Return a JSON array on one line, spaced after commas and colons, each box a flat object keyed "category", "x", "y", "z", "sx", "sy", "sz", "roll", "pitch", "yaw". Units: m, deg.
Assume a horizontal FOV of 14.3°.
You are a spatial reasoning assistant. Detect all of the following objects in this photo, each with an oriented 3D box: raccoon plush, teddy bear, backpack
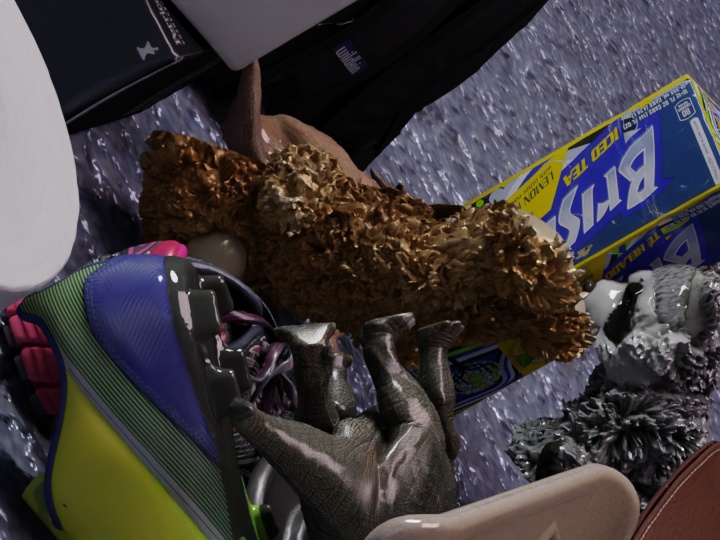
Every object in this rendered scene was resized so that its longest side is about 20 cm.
[{"category": "raccoon plush", "x": 0.166, "y": 0.088, "z": 1.361, "sx": 0.200, "sy": 0.134, "sz": 0.097, "roll": 44, "pitch": 7, "yaw": -16}, {"category": "teddy bear", "x": 0.000, "y": 0.000, "z": 1.157, "sx": 0.145, "sy": 0.199, "sz": 0.067, "roll": 106, "pitch": 0, "yaw": -75}, {"category": "backpack", "x": 0.018, "y": -0.157, "z": 1.396, "sx": 0.163, "sy": 0.199, "sz": 0.154, "roll": 40, "pitch": 28, "yaw": -47}]

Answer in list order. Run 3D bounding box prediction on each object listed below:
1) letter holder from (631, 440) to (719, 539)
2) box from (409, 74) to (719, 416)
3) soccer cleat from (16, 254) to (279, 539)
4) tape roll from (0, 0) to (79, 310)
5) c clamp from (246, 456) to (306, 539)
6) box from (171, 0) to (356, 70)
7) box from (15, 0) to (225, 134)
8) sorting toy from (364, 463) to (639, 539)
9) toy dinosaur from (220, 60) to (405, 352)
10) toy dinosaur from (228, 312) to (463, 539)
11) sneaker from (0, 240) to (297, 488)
[{"category": "letter holder", "x": 0.101, "y": 0.168, "z": 1.192, "sx": 0.200, "sy": 0.100, "sz": 0.143, "roll": -41, "pitch": 117, "yaw": -61}, {"category": "box", "x": 0.099, "y": -0.009, "z": 1.395, "sx": 0.064, "sy": 0.199, "sz": 0.070, "roll": 36, "pitch": 29, "yaw": -50}, {"category": "soccer cleat", "x": -0.072, "y": 0.094, "z": 0.998, "sx": 0.065, "sy": 0.083, "sz": 0.201, "roll": -59, "pitch": 139, "yaw": -81}, {"category": "tape roll", "x": -0.177, "y": -0.067, "z": 0.933, "sx": 0.203, "sy": 0.071, "sz": 0.203, "roll": 52, "pitch": 20, "yaw": -27}, {"category": "c clamp", "x": -0.006, "y": 0.152, "z": 1.122, "sx": 0.200, "sy": 0.027, "sz": 0.172, "roll": -3, "pitch": 79, "yaw": -67}, {"category": "box", "x": -0.059, "y": -0.212, "z": 1.173, "sx": 0.152, "sy": 0.106, "sz": 0.201, "roll": 47, "pitch": 22, "yaw": -39}, {"category": "box", "x": -0.132, "y": -0.163, "z": 1.191, "sx": 0.201, "sy": 0.079, "sz": 0.141, "roll": 61, "pitch": 14, "yaw": 0}, {"category": "sorting toy", "x": 0.019, "y": 0.157, "z": 0.999, "sx": 0.036, "sy": 0.186, "sz": 0.200, "roll": 26, "pitch": 12, "yaw": 24}, {"category": "toy dinosaur", "x": -0.017, "y": -0.028, "z": 1.294, "sx": 0.200, "sy": 0.086, "sz": 0.136, "roll": 51, "pitch": 20, "yaw": -27}, {"category": "toy dinosaur", "x": 0.007, "y": 0.071, "z": 1.004, "sx": 0.200, "sy": 0.077, "sz": 0.103, "roll": 56, "pitch": 22, "yaw": -78}, {"category": "sneaker", "x": -0.055, "y": 0.042, "z": 1.103, "sx": 0.200, "sy": 0.074, "sz": 0.081, "roll": 24, "pitch": 40, "yaw": -64}]
